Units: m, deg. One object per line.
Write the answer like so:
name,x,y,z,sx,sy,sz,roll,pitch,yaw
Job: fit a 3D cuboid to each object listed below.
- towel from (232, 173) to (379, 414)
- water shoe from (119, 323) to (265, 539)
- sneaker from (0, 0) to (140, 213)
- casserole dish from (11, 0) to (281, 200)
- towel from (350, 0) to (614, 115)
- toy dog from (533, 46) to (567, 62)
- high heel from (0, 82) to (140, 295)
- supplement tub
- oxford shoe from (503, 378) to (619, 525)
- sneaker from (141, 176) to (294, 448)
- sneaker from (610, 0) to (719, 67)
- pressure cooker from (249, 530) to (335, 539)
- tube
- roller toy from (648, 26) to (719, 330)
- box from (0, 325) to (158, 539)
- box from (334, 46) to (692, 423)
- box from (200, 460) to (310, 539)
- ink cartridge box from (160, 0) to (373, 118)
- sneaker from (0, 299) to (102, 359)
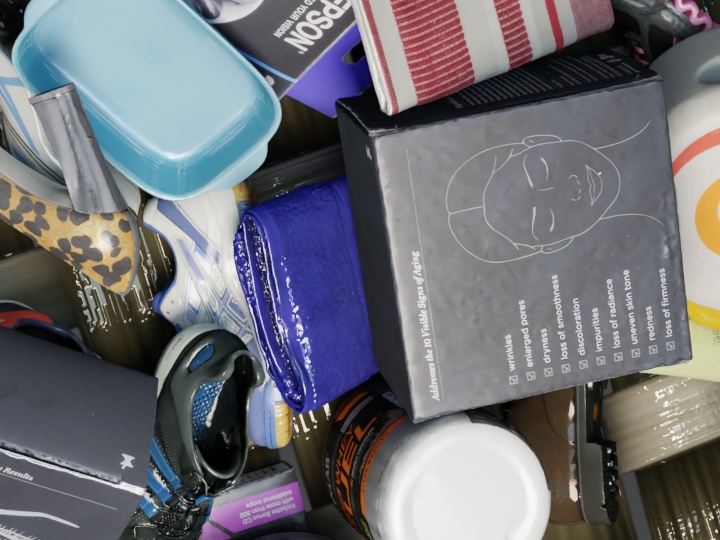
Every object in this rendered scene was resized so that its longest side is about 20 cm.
towel,0.000,0.000,1.452,0.199,0.049,0.149,-24,106,-40
water shoe,-0.122,0.137,1.393,0.071,0.079,0.201,7,103,-34
sneaker,-0.228,-0.107,1.407,0.072,0.072,0.201,-29,94,22
casserole dish,-0.143,-0.132,1.373,0.121,0.039,0.200,-37,122,18
towel,0.073,-0.197,1.324,0.199,0.023,0.145,-24,104,-31
toy dog,0.065,-0.219,1.419,0.199,0.194,0.140,18,77,-10
high heel,-0.245,-0.029,1.368,0.199,0.071,0.143,-17,100,26
supplement tub,0.045,0.143,1.427,0.122,0.200,0.123,-2,97,-16
oxford shoe,0.141,0.089,1.518,0.084,0.073,0.201,-6,77,21
sneaker,-0.100,0.033,1.458,0.088,0.075,0.201,-13,95,2
sneaker,0.239,-0.146,1.534,0.200,0.079,0.096,37,96,-14
pressure cooker,-0.032,0.275,1.382,0.176,0.200,0.179,-39,104,-12
tube,0.221,0.049,1.513,0.199,0.058,0.052,12,110,-36
roller toy,0.274,-0.069,1.464,0.200,0.140,0.182,-39,110,24
box,-0.236,0.145,1.349,0.147,0.105,0.200,20,130,-17
box,0.101,-0.027,1.361,0.195,0.124,0.201,-12,107,-10
box,-0.093,0.255,1.485,0.142,0.036,0.201,-16,99,-14
ink cartridge box,-0.063,-0.174,1.380,0.199,0.198,0.044,28,60,-16
sneaker,-0.187,0.096,1.421,0.200,0.084,0.075,35,85,-15
